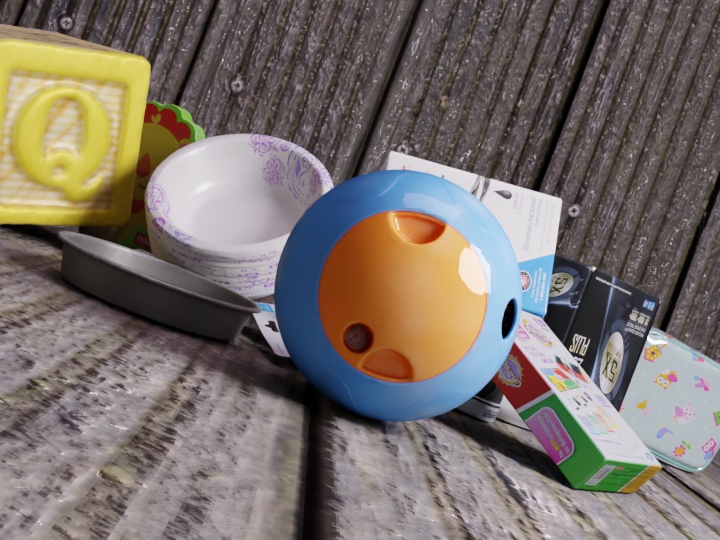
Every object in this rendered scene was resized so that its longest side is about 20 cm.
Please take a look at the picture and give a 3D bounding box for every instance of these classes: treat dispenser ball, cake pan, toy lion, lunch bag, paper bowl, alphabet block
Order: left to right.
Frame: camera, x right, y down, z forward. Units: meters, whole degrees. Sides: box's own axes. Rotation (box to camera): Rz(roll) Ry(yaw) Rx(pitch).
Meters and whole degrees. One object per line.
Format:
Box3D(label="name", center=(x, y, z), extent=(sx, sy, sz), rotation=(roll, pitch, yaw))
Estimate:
Box3D(label="alphabet block", center=(-0.372, -0.165, 1.323), extent=(0.195, 0.197, 0.199), rotation=(-3, 17, -43))
Box3D(label="cake pan", center=(-0.189, 0.016, 1.108), extent=(0.199, 0.037, 0.200), rotation=(22, 1, -1))
Box3D(label="toy lion", center=(-0.231, -0.095, 1.408), extent=(0.199, 0.193, 0.069), rotation=(23, 2, 20))
Box3D(label="paper bowl", center=(-0.128, -0.048, 1.285), extent=(0.199, 0.105, 0.202), rotation=(2, 42, -2))
Box3D(label="treat dispenser ball", center=(0.030, 0.020, 0.968), extent=(0.199, 0.202, 0.201), rotation=(21, 2, -1))
Box3D(label="lunch bag", center=(0.398, 0.171, 1.600), extent=(0.199, 0.161, 0.077), rotation=(27, 5, -15))

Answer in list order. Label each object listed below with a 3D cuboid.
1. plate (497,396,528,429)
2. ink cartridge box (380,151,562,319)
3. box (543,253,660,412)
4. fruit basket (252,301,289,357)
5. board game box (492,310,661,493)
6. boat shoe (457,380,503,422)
Box3D(label="plate", center=(0.185, 0.157, 1.417), extent=(0.198, 0.033, 0.200), rotation=(20, 2, -23))
Box3D(label="ink cartridge box", center=(0.103, -0.025, 1.293), extent=(0.198, 0.147, 0.084), rotation=(15, -25, -6))
Box3D(label="box", center=(0.253, 0.079, 1.414), extent=(0.086, 0.165, 0.199), rotation=(22, 1, 38))
Box3D(label="fruit basket", center=(-0.003, 0.058, 1.178), extent=(0.198, 0.095, 0.185), rotation=(13, 11, -17))
Box3D(label="board game box", center=(0.185, 0.117, 1.135), extent=(0.153, 0.040, 0.200), rotation=(20, 29, -56))
Box3D(label="boat shoe", center=(0.068, 0.095, 1.302), extent=(0.198, 0.069, 0.073), rotation=(23, 2, 32))
